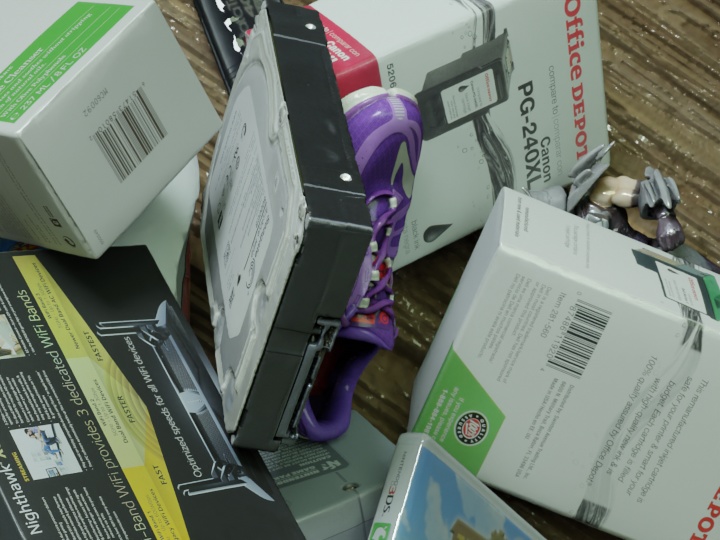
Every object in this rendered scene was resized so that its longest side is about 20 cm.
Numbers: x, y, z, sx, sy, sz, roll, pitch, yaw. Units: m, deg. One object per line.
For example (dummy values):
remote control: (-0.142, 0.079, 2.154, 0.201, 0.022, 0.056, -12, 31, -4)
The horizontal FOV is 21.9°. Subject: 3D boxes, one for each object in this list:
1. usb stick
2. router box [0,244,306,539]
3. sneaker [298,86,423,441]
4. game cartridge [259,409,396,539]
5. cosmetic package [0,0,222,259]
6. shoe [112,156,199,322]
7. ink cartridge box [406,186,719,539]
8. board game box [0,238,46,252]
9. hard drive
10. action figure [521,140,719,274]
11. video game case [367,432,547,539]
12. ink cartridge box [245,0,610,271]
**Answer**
usb stick: (-0.075, -0.162, 1.164, 0.055, 0.033, 0.202, -19, 74, -11)
router box: (-0.130, 0.082, 0.883, 0.156, 0.052, 0.201, -3, 53, -46)
sneaker: (0.000, 0.000, 1.012, 0.080, 0.083, 0.202, 2, 111, -37)
game cartridge: (-0.073, 0.131, 1.000, 0.198, 0.133, 0.041, -15, 106, -17)
cosmetic package: (-0.181, -0.080, 0.955, 0.108, 0.199, 0.085, -50, 130, -28)
shoe: (-0.130, 0.007, 1.045, 0.071, 0.091, 0.202, 1, 76, -14)
ink cartridge box: (0.143, 0.064, 1.056, 0.198, 0.147, 0.085, 22, 27, -4)
board game box: (-0.254, -0.090, 1.082, 0.194, 0.056, 0.201, -25, 76, -21)
hard drive: (-0.043, -0.026, 0.933, 0.037, 0.141, 0.201, 8, 36, -17)
action figure: (0.174, -0.001, 1.112, 0.198, 0.130, 0.070, 24, 51, -10)
video game case: (0.054, 0.211, 0.981, 0.200, 0.022, 0.184, 43, 56, -43)
ink cartridge box: (0.045, -0.100, 1.097, 0.199, 0.146, 0.083, -26, 38, -20)
